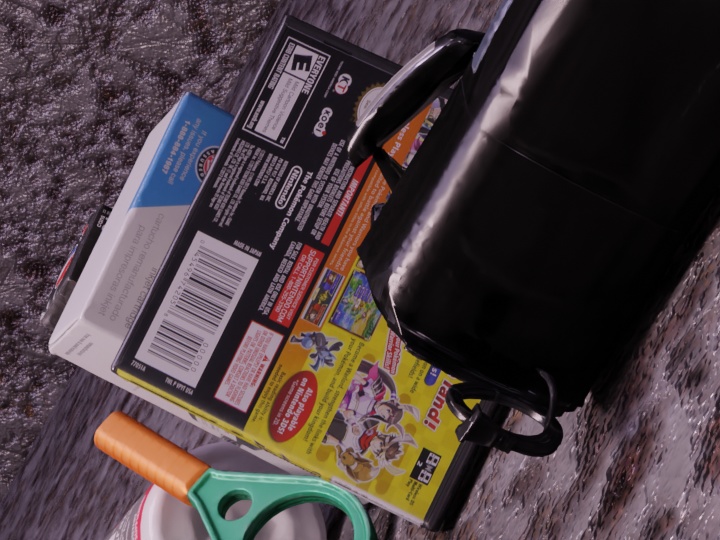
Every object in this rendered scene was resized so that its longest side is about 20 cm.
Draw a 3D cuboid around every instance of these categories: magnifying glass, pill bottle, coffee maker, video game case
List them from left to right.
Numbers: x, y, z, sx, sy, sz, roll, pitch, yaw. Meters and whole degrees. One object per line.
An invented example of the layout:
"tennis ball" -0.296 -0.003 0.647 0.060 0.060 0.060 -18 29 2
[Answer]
"pill bottle" -0.105 0.187 1.303 0.200 0.110 0.111 -48 18 55
"magnifying glass" -0.072 0.126 1.179 0.200 0.022 0.080 26 65 38
"video game case" 0.000 0.000 1.070 0.200 0.180 0.026 -64 -11 -5
"coffee maker" 0.101 -0.049 0.905 0.200 0.134 0.192 -60 34 22

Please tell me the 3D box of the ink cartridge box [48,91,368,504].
"ink cartridge box" -0.046 0.018 1.186 0.145 0.200 0.084 -67 13 -21

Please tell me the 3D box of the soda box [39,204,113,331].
"soda box" -0.097 0.039 1.378 0.071 0.200 0.063 -49 18 54
